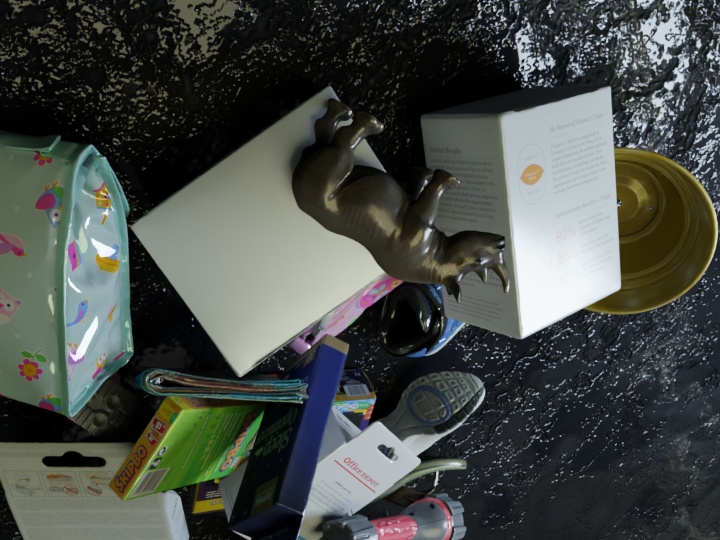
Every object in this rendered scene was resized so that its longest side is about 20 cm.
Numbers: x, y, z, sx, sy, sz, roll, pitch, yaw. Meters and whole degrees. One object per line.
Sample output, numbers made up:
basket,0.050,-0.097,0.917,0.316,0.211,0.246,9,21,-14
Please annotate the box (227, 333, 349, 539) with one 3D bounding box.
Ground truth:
box,-0.071,0.169,0.715,0.032,0.202,0.121,26,144,-17

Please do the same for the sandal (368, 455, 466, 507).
sandal,0.047,0.288,1.005,0.199,0.080,0.058,-19,85,-16

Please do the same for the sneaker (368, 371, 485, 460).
sneaker,0.075,0.189,0.969,0.199,0.075,0.087,-36,155,21

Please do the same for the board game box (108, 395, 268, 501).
board game box,-0.150,0.163,0.742,0.096,0.030,0.200,-56,158,4

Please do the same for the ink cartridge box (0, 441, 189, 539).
ink cartridge box,-0.269,0.230,0.783,0.158,0.048,0.202,0,125,0

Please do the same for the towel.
towel,-0.146,0.104,0.735,0.145,0.200,0.022,8,84,-21

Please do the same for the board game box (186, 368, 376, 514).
board game box,-0.096,0.199,0.906,0.197,0.057,0.167,0,125,-25

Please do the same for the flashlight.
flashlight,0.044,0.305,0.903,0.199,0.068,0.069,10,103,-48

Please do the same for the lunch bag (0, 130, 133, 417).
lunch bag,-0.271,-0.013,0.592,0.168,0.122,0.203,10,115,11

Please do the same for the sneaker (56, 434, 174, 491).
sneaker,-0.268,0.251,0.866,0.090,0.076,0.202,-17,123,1

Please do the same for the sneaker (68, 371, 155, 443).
sneaker,-0.284,0.099,0.745,0.070,0.082,0.201,-44,109,-20

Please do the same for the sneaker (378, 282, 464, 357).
sneaker,0.096,0.018,0.826,0.200,0.077,0.111,-48,160,21

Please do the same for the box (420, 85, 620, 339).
box,0.156,-0.062,0.732,0.151,0.106,0.203,-19,109,-32

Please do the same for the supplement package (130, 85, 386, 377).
supplement package,-0.067,-0.039,0.674,0.199,0.111,0.157,-34,102,2

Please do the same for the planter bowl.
planter bowl,0.281,-0.058,0.847,0.198,0.084,0.203,10,124,15

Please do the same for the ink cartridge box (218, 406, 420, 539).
ink cartridge box,-0.044,0.228,0.869,0.199,0.067,0.116,-37,132,5

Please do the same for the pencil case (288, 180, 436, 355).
pencil case,0.000,0.000,0.786,0.200,0.088,0.087,-41,130,7

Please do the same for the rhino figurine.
rhino figurine,0.035,-0.041,0.595,0.199,0.060,0.088,35,89,-8

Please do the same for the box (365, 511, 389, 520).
box,-0.056,0.366,1.005,0.197,0.036,0.144,-9,150,-5
